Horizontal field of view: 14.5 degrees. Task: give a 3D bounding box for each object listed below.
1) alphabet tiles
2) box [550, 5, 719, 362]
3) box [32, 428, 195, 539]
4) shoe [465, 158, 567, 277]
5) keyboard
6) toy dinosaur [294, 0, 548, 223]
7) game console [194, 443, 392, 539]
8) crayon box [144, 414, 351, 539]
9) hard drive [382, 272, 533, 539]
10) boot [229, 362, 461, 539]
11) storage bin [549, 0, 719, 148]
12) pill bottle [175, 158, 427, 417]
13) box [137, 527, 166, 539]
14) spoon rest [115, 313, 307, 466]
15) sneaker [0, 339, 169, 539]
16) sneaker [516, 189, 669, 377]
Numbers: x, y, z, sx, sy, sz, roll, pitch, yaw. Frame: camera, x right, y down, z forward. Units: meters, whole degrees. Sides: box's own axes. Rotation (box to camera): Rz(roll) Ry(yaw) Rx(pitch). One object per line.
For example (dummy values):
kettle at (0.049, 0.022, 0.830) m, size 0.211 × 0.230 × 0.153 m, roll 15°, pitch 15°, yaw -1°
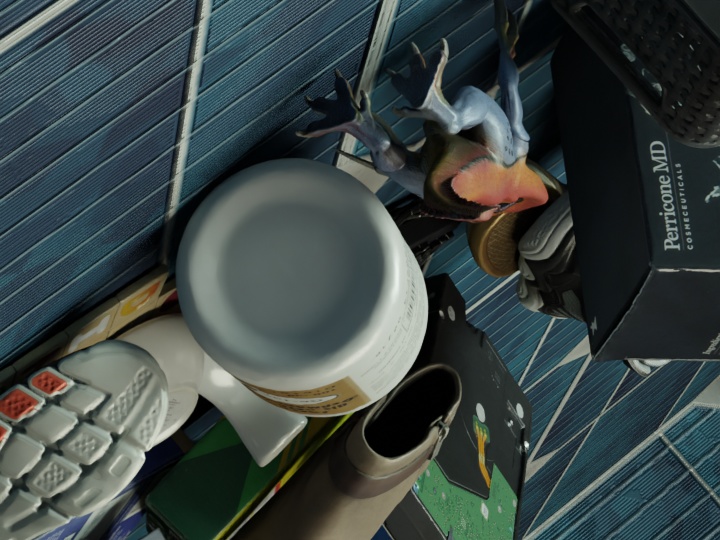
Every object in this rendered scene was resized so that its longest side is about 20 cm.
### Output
alphabet tiles at (-0.165, 0.069, 1.470) m, size 0.200 × 0.006 × 0.167 m, roll -35°, pitch 166°, yaw -28°
box at (0.224, -0.060, 1.585) m, size 0.196 × 0.201 × 0.124 m, roll 0°, pitch 153°, yaw -12°
box at (-0.192, 0.163, 1.655) m, size 0.200 × 0.032 × 0.121 m, roll -30°, pitch 163°, yaw -50°
shoe at (0.098, -0.036, 1.812) m, size 0.070 × 0.053 × 0.200 m, roll -48°, pitch 165°, yaw 9°
keyboard at (0.000, 0.000, 1.710) m, size 0.200 × 0.021 × 0.127 m, roll -31°, pitch 164°, yaw -44°
toy dinosaur at (0.046, -0.045, 1.416) m, size 0.105 × 0.201 × 0.181 m, roll -29°, pitch 140°, yaw 20°
game console at (0.001, 0.161, 1.845) m, size 0.119 × 0.200 × 0.172 m, roll -42°, pitch 168°, yaw 6°
crayon box at (-0.047, 0.093, 1.719) m, size 0.200 × 0.051 × 0.127 m, roll -45°, pitch 174°, yaw -12°
hard drive at (0.060, 0.118, 1.843) m, size 0.038 × 0.140 × 0.200 m, roll -17°, pitch -142°, yaw 23°
boot at (-0.017, 0.136, 1.644) m, size 0.200 × 0.070 × 0.146 m, roll -53°, pitch 179°, yaw -39°
storage bin at (0.210, -0.175, 1.460) m, size 0.200 × 0.135 × 0.094 m, roll -35°, pitch 167°, yaw -25°
pill bottle at (-0.024, 0.016, 1.466) m, size 0.114 × 0.114 × 0.200 m, roll -41°, pitch 168°, yaw -1°
box at (-0.206, 0.228, 1.658) m, size 0.200 × 0.040 × 0.137 m, roll -31°, pitch 177°, yaw -27°
spoon rest at (-0.103, 0.066, 1.540) m, size 0.099 × 0.061 × 0.200 m, roll -45°, pitch 154°, yaw 13°
sneaker at (-0.177, 0.101, 1.423) m, size 0.200 × 0.077 × 0.082 m, roll -43°, pitch -165°, yaw 11°
sneaker at (0.160, 0.019, 1.797) m, size 0.075 × 0.114 × 0.200 m, roll -44°, pitch 165°, yaw -5°
